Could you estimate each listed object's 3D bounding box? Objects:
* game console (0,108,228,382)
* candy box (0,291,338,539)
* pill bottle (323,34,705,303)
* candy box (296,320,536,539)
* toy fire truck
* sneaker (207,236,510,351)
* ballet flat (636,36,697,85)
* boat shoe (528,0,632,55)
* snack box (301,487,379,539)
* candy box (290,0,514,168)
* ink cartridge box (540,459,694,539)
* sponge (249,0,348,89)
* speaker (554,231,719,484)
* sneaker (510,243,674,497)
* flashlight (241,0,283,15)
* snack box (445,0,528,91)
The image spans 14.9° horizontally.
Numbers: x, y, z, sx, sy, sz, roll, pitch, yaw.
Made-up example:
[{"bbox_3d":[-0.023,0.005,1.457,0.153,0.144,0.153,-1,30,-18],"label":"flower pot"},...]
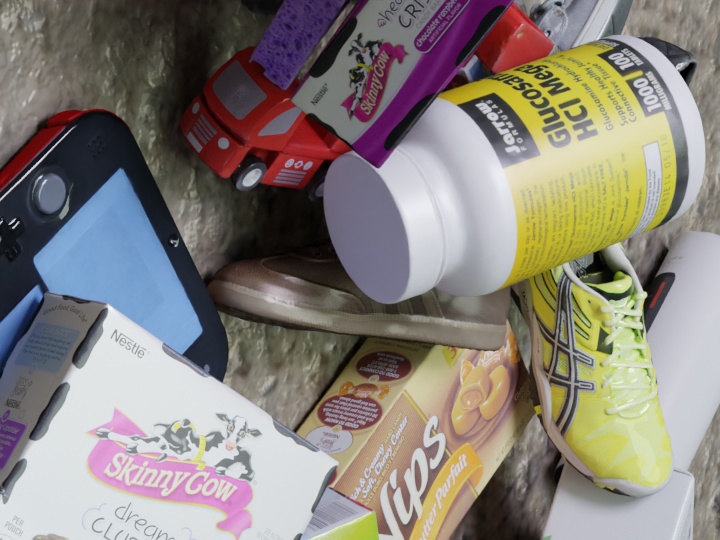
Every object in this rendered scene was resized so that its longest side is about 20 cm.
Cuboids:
[{"bbox_3d":[-0.152,0.035,1.427,0.177,0.031,0.201,-51,134,-33],"label":"game console"},{"bbox_3d":[-0.129,0.139,1.383,0.167,0.071,0.201,35,75,-30],"label":"candy box"},{"bbox_3d":[0.084,-0.052,1.522,0.199,0.112,0.113,-21,115,-29],"label":"pill bottle"},{"bbox_3d":[0.025,0.106,1.653,0.200,0.055,0.116,-52,135,-31],"label":"candy box"},{"bbox_3d":[0.005,-0.105,1.527,0.199,0.049,0.141,8,125,-52],"label":"toy fire truck"},{"bbox_3d":[0.000,0.000,1.567,0.199,0.070,0.076,8,87,-37],"label":"sneaker"},{"bbox_3d":[0.159,-0.058,1.747,0.066,0.057,0.201,33,71,-51],"label":"ballet flat"},{"bbox_3d":[0.097,-0.110,1.643,0.203,0.065,0.074,-56,169,3],"label":"boat shoe"},{"bbox_3d":[-0.075,0.221,1.509,0.199,0.053,0.143,-20,113,-30],"label":"snack box"},{"bbox_3d":[0.049,-0.155,1.397,0.137,0.061,0.200,-50,-176,32],"label":"candy box"},{"bbox_3d":[0.157,0.222,1.762,0.200,0.083,0.147,78,29,-62],"label":"ink cartridge box"},{"bbox_3d":[0.007,-0.172,1.385,0.030,0.200,0.112,38,66,-2],"label":"sponge"},{"bbox_3d":[0.209,0.073,1.865,0.201,0.081,0.081,-60,138,-24],"label":"speaker"},{"bbox_3d":[0.142,0.043,1.668,0.075,0.076,0.201,-22,89,-28],"label":"sneaker"},{"bbox_3d":[0.008,-0.164,1.561,0.199,0.067,0.069,-6,106,-53],"label":"flashlight"},{"bbox_3d":[0.106,-0.072,1.743,0.072,0.024,0.201,-50,134,-32],"label":"snack box"}]
